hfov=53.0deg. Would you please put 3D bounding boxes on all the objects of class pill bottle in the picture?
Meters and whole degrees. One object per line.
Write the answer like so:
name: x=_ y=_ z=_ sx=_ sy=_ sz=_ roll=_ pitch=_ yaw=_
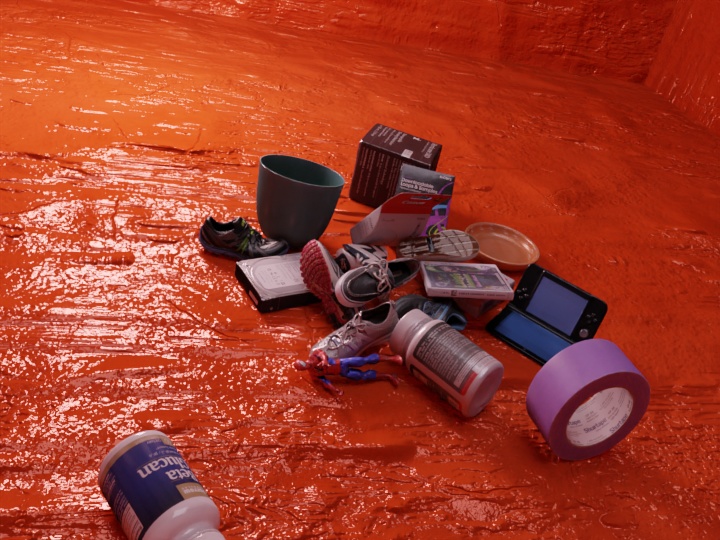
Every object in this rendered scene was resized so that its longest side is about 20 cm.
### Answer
pill bottle: x=0.154 y=0.164 z=1.326 sx=0.199 sy=0.116 sz=0.113 roll=36 pitch=38 yaw=31
pill bottle: x=-0.249 y=0.313 z=0.931 sx=0.109 sy=0.113 sz=0.199 roll=-15 pitch=42 yaw=-39

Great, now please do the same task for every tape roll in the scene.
tape roll: x=0.391 y=0.224 z=1.245 sx=0.195 sy=0.204 sz=0.085 roll=0 pitch=32 yaw=-22

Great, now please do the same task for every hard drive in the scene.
hard drive: x=-0.147 y=0.019 z=1.505 sx=0.196 sy=0.039 sz=0.140 roll=-8 pitch=38 yaw=-33

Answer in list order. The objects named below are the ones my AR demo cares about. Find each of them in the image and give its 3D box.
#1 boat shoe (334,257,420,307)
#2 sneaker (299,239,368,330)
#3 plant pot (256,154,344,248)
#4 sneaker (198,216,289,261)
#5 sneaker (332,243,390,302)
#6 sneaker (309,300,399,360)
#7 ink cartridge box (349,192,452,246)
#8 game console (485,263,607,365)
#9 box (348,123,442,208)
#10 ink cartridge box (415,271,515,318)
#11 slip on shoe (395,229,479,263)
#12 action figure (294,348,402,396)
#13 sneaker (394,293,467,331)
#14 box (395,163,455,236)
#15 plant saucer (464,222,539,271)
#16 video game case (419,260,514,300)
boat shoe: x=0.039 y=0.018 z=1.417 sx=0.196 sy=0.068 sz=0.075 roll=-11 pitch=78 yaw=-38
sneaker: x=-0.054 y=0.031 z=1.447 sx=0.074 sy=0.080 sz=0.203 roll=-21 pitch=80 yaw=-51
plant pot: x=-0.147 y=-0.150 z=1.632 sx=0.195 sy=0.165 sz=0.201 roll=14 pitch=21 yaw=-5
sneaker: x=-0.250 y=-0.069 z=1.554 sx=0.194 sy=0.085 sz=0.071 roll=12 pitch=26 yaw=-5
sneaker: x=0.000 y=0.000 z=1.555 sx=0.126 sy=0.081 sz=0.201 roll=6 pitch=33 yaw=-9
sneaker: x=-0.014 y=0.113 z=1.347 sx=0.197 sy=0.083 sz=0.075 roll=-28 pitch=48 yaw=-25
ink cartridge box: x=0.093 y=-0.110 z=1.610 sx=0.157 sy=0.199 sz=0.049 roll=-2 pitch=71 yaw=-38
game console: x=0.396 y=0.099 z=1.533 sx=0.198 sy=0.174 sz=0.118 roll=31 pitch=8 yaw=25
box: x=0.093 y=-0.265 z=1.923 sx=0.195 sy=0.168 sz=0.167 roll=19 pitch=31 yaw=9
ink cartridge box: x=0.234 y=0.015 z=1.655 sx=0.198 sy=0.051 sz=0.161 roll=36 pitch=37 yaw=26
slip on shoe: x=0.177 y=-0.044 z=1.681 sx=0.194 sy=0.061 sz=0.078 roll=-7 pitch=65 yaw=-7
action figure: x=-0.018 y=0.181 z=1.268 sx=0.194 sy=0.067 sz=0.099 roll=6 pitch=16 yaw=-13
sneaker: x=0.132 y=0.095 z=1.465 sx=0.196 sy=0.075 sz=0.082 roll=-9 pitch=39 yaw=-32
box: x=0.148 y=-0.151 z=1.772 sx=0.139 sy=0.036 sz=0.205 roll=12 pitch=74 yaw=-1
plant saucer: x=0.354 y=-0.056 z=1.827 sx=0.194 sy=0.038 sz=0.202 roll=10 pitch=31 yaw=-6
video game case: x=0.223 y=0.019 z=1.557 sx=0.176 sy=0.024 sz=0.201 roll=3 pitch=17 yaw=-1
